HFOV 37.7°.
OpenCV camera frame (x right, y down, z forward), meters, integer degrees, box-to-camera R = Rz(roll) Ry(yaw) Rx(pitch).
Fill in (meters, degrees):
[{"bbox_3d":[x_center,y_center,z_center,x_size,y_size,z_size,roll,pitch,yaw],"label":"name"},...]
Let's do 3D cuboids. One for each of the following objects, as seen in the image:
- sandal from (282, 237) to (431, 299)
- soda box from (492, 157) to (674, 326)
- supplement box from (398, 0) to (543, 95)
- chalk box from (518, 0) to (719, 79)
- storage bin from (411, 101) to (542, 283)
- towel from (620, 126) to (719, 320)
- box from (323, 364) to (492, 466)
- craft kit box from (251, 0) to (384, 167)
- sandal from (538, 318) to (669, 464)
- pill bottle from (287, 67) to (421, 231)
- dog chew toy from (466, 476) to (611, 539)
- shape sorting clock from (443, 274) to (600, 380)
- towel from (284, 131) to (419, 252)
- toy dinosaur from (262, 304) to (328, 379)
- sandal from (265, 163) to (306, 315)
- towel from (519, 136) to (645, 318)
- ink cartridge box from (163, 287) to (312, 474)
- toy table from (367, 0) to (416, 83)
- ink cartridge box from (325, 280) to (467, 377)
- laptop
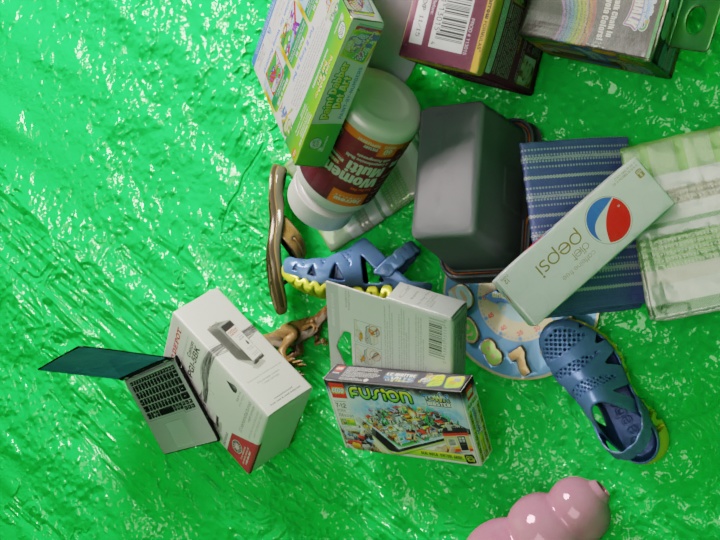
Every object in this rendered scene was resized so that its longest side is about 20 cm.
[{"bbox_3d":[0.000,0.000,1.337,0.198,0.079,0.088,7,85,1],"label":"sandal"},{"bbox_3d":[0.239,-0.029,1.141,0.200,0.064,0.068,-41,86,1],"label":"soda box"},{"bbox_3d":[0.140,-0.285,1.209,0.102,0.200,0.132,18,99,25],"label":"supplement box"},{"bbox_3d":[0.299,-0.291,1.172,0.199,0.124,0.126,19,98,25],"label":"chalk box"},{"bbox_3d":[0.136,-0.097,1.225,0.144,0.134,0.202,-2,77,30],"label":"storage bin"},{"bbox_3d":[0.379,-0.054,1.174,0.148,0.031,0.202,-11,85,18],"label":"towel"},{"bbox_3d":[0.056,0.175,1.291,0.198,0.035,0.111,1,120,35],"label":"box"},{"bbox_3d":[-0.055,-0.258,1.204,0.201,0.048,0.199,-63,35,40],"label":"craft kit box"},{"bbox_3d":[0.276,0.140,1.201,0.079,0.087,0.200,-43,79,21],"label":"sandal"},{"bbox_3d":[-0.013,-0.141,1.282,0.110,0.109,0.200,54,140,16],"label":"pill bottle"},{"bbox_3d":[0.211,0.320,1.234,0.200,0.124,0.125,-45,72,13],"label":"dog chew toy"},{"bbox_3d":[0.192,0.033,1.279,0.198,0.039,0.202,1,91,28],"label":"shape sorting clock"},{"bbox_3d":[0.002,-0.136,1.379,0.199,0.031,0.150,-34,75,24],"label":"towel"},{"bbox_3d":[-0.100,0.092,1.432,0.198,0.060,0.107,-18,55,22],"label":"toy dinosaur"},{"bbox_3d":[-0.098,-0.042,1.405,0.053,0.080,0.202,2,81,-7],"label":"sandal"},{"bbox_3d":[0.256,-0.050,1.205,0.024,0.143,0.202,164,100,-71],"label":"towel"},{"bbox_3d":[-0.172,0.147,1.414,0.200,0.083,0.147,43,139,20],"label":"ink cartridge box"},{"bbox_3d":[0.026,-0.297,1.280,0.184,0.117,0.200,41,135,-11],"label":"toy table"},{"bbox_3d":[0.045,0.106,1.305,0.172,0.044,0.202,17,128,26],"label":"ink cartridge box"},{"bbox_3d":[-0.319,0.181,1.441,0.187,0.115,0.201,-23,96,54],"label":"laptop"}]
